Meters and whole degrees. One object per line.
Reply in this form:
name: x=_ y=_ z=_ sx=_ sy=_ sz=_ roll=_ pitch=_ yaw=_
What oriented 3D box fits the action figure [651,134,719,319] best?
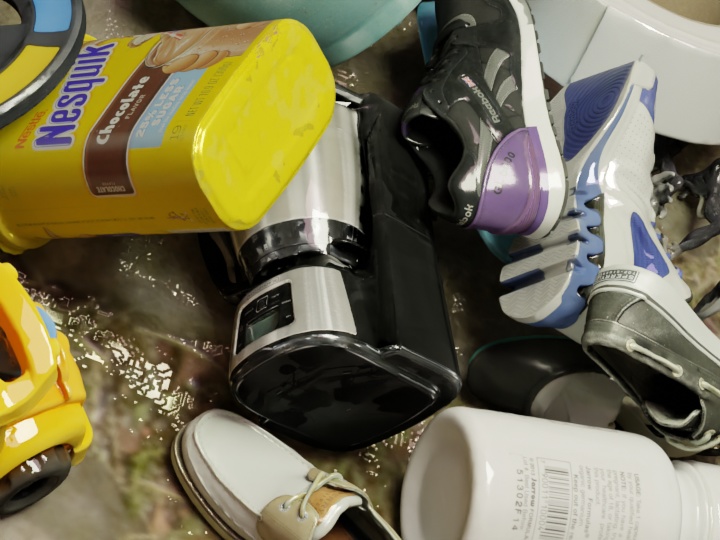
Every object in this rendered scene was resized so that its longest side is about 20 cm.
action figure: x=0.212 y=-0.018 z=1.671 sx=0.119 sy=0.102 sz=0.200 roll=35 pitch=49 yaw=-17

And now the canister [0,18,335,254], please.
canister: x=-0.130 y=-0.083 z=1.471 sx=0.149 sy=0.200 sz=0.087 roll=-57 pitch=130 yaw=-37

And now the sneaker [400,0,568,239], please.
sneaker: x=0.065 y=-0.114 z=1.548 sx=0.088 sy=0.076 sz=0.200 roll=3 pitch=55 yaw=-26

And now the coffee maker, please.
coffee maker: x=0.000 y=0.000 z=1.531 sx=0.192 sy=0.135 sz=0.200 roll=8 pitch=57 yaw=-24

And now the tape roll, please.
tape roll: x=0.204 y=-0.171 z=1.732 sx=0.202 sy=0.071 sz=0.202 roll=20 pitch=28 yaw=-11

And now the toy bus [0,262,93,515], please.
toy bus: x=-0.231 y=0.055 z=1.350 sx=0.200 sy=0.192 sz=0.136 roll=-21 pitch=70 yaw=-36

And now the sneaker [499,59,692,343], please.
sneaker: x=0.161 y=-0.026 z=1.591 sx=0.115 sy=0.081 sz=0.199 roll=38 pitch=56 yaw=-33

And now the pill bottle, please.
pill bottle: x=0.135 y=0.153 z=1.515 sx=0.200 sy=0.114 sz=0.114 roll=10 pitch=57 yaw=-23

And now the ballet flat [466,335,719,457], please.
ballet flat: x=0.168 y=0.086 z=1.597 sx=0.200 sy=0.068 sz=0.068 roll=7 pitch=34 yaw=-22

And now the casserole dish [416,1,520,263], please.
casserole dish: x=0.089 y=-0.100 z=1.660 sx=0.121 sy=0.039 sz=0.200 roll=37 pitch=37 yaw=-53

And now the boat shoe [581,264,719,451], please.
boat shoe: x=0.203 y=0.077 z=1.530 sx=0.200 sy=0.071 sz=0.064 roll=40 pitch=56 yaw=-31

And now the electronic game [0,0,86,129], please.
electronic game: x=-0.264 y=-0.135 z=1.492 sx=0.200 sy=0.042 sz=0.200 roll=-7 pitch=43 yaw=7

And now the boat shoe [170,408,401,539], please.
boat shoe: x=-0.025 y=0.150 z=1.467 sx=0.200 sy=0.068 sz=0.075 roll=41 pitch=54 yaw=5

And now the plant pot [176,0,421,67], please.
plant pot: x=-0.030 y=-0.219 z=1.635 sx=0.134 sy=0.200 sz=0.200 roll=48 pitch=49 yaw=-19
